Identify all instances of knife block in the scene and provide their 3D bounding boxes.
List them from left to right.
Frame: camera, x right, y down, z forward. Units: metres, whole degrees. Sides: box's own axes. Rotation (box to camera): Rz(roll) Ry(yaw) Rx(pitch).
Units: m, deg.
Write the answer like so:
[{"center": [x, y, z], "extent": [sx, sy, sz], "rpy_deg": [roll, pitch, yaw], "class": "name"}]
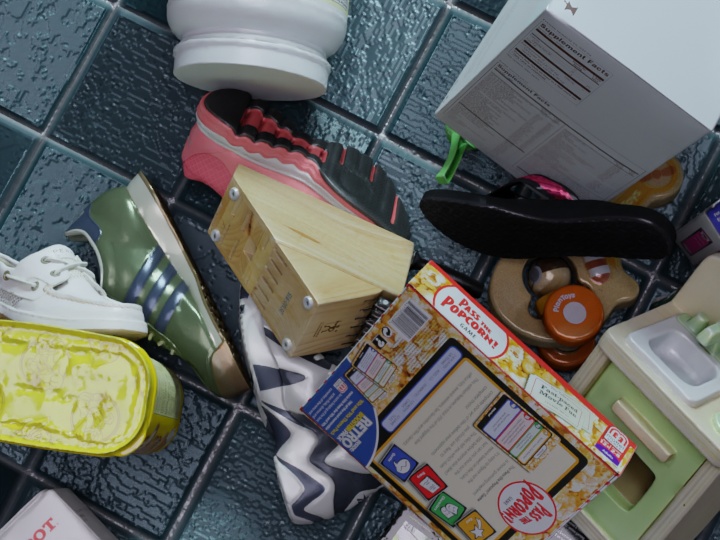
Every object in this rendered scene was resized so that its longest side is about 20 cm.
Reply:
[{"center": [0.000, 0.000, 1.367], "extent": [0.175, 0.064, 0.200], "rpy_deg": [-10, 53, -39], "class": "knife block"}]

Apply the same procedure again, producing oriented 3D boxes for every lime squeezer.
[{"center": [0.110, -0.131, 1.400], "extent": [0.200, 0.071, 0.038], "rpy_deg": [-40, 96, -26], "class": "lime squeezer"}]

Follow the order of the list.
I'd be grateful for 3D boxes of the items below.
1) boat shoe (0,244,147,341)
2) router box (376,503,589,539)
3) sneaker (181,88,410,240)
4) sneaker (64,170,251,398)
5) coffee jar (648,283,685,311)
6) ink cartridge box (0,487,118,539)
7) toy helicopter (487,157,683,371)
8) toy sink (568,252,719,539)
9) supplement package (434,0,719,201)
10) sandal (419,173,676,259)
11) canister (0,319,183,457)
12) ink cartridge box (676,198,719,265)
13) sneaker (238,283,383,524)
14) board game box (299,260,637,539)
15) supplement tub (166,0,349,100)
[{"center": [-0.241, 0.013, 1.354], "extent": [0.200, 0.071, 0.069], "rpy_deg": [8, 84, 38], "class": "boat shoe"}, {"center": [0.128, 0.222, 1.361], "extent": [0.200, 0.051, 0.149], "rpy_deg": [36, 84, 6], "class": "router box"}, {"center": [-0.054, -0.066, 1.407], "extent": [0.200, 0.074, 0.087], "rpy_deg": [31, 124, -6], "class": "sneaker"}, {"center": [-0.167, 0.026, 1.393], "extent": [0.090, 0.067, 0.200], "rpy_deg": [-28, 77, 0], "class": "sneaker"}, {"center": [0.311, 0.094, 1.353], "extent": [0.104, 0.085, 0.200], "rpy_deg": [-24, 82, -4], "class": "coffee jar"}, {"center": [-0.217, 0.286, 1.352], "extent": [0.147, 0.083, 0.200], "rpy_deg": [-44, 84, -3], "class": "ink cartridge box"}, {"center": [0.177, -0.028, 1.392], "extent": [0.132, 0.079, 0.200], "rpy_deg": [41, 75, 15], "class": "toy helicopter"}, {"center": [0.228, 0.106, 1.282], "extent": [0.130, 0.112, 0.200], "rpy_deg": [47, 126, 21], "class": "toy sink"}, {"center": [0.191, -0.176, 1.296], "extent": [0.147, 0.200, 0.191], "rpy_deg": [35, 65, -7], "class": "supplement package"}, {"center": [0.144, -0.043, 1.327], "extent": [0.200, 0.075, 0.045], "rpy_deg": [5, 61, 23], "class": "sandal"}, {"center": [-0.216, 0.093, 1.317], "extent": [0.148, 0.200, 0.087], "rpy_deg": [8, 83, 4], "class": "canister"}, {"center": [0.293, -0.052, 1.315], "extent": [0.095, 0.200, 0.037], "rpy_deg": [-36, 82, -1], "class": "ink cartridge box"}, {"center": [-0.018, 0.089, 1.374], "extent": [0.129, 0.080, 0.199], "rpy_deg": [-14, 76, -7], "class": "sneaker"}, {"center": [0.075, 0.114, 1.268], "extent": [0.200, 0.046, 0.152], "rpy_deg": [43, 124, 3], "class": "board game box"}, {"center": [-0.077, -0.245, 1.381], "extent": [0.145, 0.145, 0.200], "rpy_deg": [6, 83, 3], "class": "supplement tub"}]
